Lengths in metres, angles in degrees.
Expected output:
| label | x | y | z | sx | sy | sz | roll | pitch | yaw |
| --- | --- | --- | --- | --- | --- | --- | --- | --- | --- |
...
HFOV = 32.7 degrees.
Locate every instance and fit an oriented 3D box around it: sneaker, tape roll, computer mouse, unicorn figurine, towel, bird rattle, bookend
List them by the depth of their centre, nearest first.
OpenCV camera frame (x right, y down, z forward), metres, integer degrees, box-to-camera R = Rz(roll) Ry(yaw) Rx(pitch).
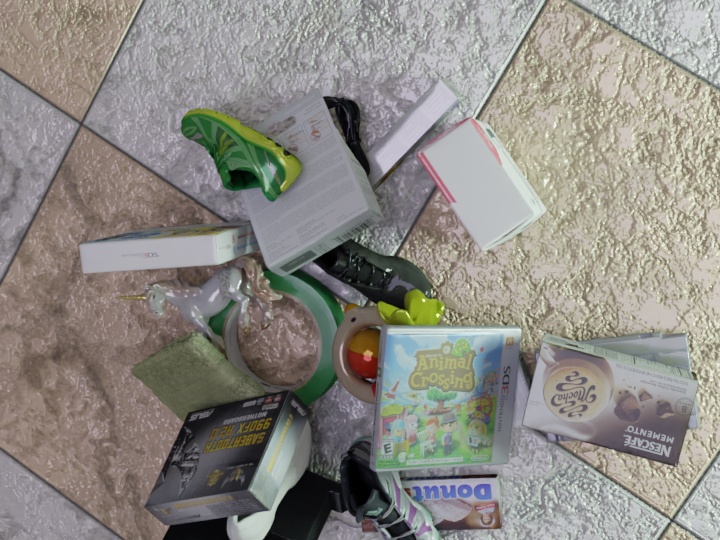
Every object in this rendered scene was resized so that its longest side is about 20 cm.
| label | x | y | z | sx | sy | sz | roll | pitch | yaw |
| --- | --- | --- | --- | --- | --- | --- | --- | --- | --- |
| sneaker | -0.171 | -0.153 | 1.616 | 0.199 | 0.074 | 0.084 | 29 | 85 | 30 |
| bird rattle | 0.038 | 0.122 | 1.624 | 0.162 | 0.112 | 0.201 | 16 | 109 | 29 |
| sneaker | -0.120 | 0.264 | 1.627 | 0.075 | 0.089 | 0.201 | 17 | 64 | 11 |
| sneaker | 0.027 | 0.323 | 1.627 | 0.078 | 0.140 | 0.201 | -34 | 84 | 16 |
| sneaker | 0.000 | 0.000 | 1.651 | 0.199 | 0.091 | 0.076 | 25 | 97 | 11 |
| computer mouse | -0.085 | -0.164 | 1.667 | 0.199 | 0.046 | 0.141 | -11 | 77 | 28 |
| bookend | -0.146 | 0.358 | 1.682 | 0.199 | 0.092 | 0.200 | 20 | 64 | 12 |
| unicorn figurine | -0.210 | 0.048 | 1.685 | 0.199 | 0.074 | 0.138 | -31 | 82 | 3 |
| towel | -0.227 | 0.156 | 1.702 | 0.148 | 0.037 | 0.200 | 43 | 143 | -14 |
| tape roll | -0.117 | 0.098 | 1.718 | 0.199 | 0.048 | 0.202 | 2 | 97 | 15 |

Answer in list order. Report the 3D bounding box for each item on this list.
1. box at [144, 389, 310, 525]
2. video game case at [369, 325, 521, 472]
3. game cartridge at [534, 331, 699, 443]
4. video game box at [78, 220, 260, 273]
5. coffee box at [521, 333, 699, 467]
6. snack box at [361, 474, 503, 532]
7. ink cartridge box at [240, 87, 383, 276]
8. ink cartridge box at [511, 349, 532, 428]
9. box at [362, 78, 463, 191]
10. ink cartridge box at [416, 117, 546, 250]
| label | x | y | z | sx | sy | sz | roll | pitch | yaw |
| --- | --- | --- | --- | --- | --- | --- | --- | --- | --- |
| box | -0.174 | 0.245 | 1.600 | 0.199 | 0.159 | 0.048 | -16 | 127 | 38 |
| video game case | 0.110 | 0.161 | 1.557 | 0.199 | 0.022 | 0.183 | 1 | 98 | -26 |
| game cartridge | 0.334 | 0.151 | 1.604 | 0.199 | 0.038 | 0.131 | -7 | 90 | 16 |
| video game box | -0.251 | -0.034 | 1.671 | 0.199 | 0.182 | 0.047 | -4 | 95 | 17 |
| coffee box | 0.314 | 0.162 | 1.546 | 0.199 | 0.080 | 0.114 | 15 | 97 | 10 |
| snack box | 0.095 | 0.322 | 1.694 | 0.199 | 0.024 | 0.072 | -5 | 93 | 17 |
| ink cartridge box | -0.077 | -0.116 | 1.627 | 0.162 | 0.057 | 0.201 | -30 | 59 | 16 |
| ink cartridge box | 0.134 | 0.176 | 1.655 | 0.199 | 0.050 | 0.110 | -20 | 91 | 18 |
| box | 0.053 | -0.172 | 1.643 | 0.041 | 0.039 | 0.200 | 46 | 106 | 6 |
| ink cartridge box | 0.156 | -0.108 | 1.538 | 0.085 | 0.200 | 0.146 | -34 | 86 | 11 |
